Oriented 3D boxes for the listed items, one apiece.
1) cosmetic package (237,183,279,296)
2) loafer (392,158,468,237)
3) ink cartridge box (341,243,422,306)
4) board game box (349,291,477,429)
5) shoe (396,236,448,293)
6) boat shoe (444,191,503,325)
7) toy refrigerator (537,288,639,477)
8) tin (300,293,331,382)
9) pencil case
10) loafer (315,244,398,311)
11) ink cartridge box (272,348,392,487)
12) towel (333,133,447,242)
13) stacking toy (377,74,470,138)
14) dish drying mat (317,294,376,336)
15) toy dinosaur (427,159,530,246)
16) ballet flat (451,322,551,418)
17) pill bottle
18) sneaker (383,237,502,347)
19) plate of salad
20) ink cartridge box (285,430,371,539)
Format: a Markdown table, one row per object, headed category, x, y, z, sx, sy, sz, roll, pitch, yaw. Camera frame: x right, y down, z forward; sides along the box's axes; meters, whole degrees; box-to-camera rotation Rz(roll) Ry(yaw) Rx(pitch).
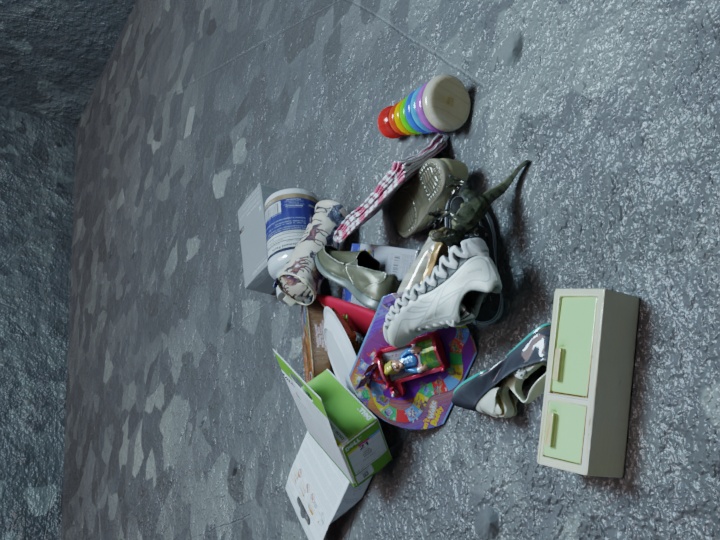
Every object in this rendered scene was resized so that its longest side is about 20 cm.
| category | x | y | z | sx | sy | sz | roll | pitch | yaw |
| --- | --- | --- | --- | --- | --- | --- | --- | --- | --- |
| cosmetic package | -0.188 | -0.062 | 1.637 | 0.107 | 0.089 | 0.202 | -43 | 43 | 38 |
| loafer | 0.107 | -0.108 | 1.216 | 0.200 | 0.067 | 0.077 | 136 | 121 | -64 |
| ink cartridge box | 0.039 | 0.021 | 1.301 | 0.199 | 0.042 | 0.121 | 10 | 90 | 56 |
| board game box | 0.069 | 0.135 | 1.131 | 0.157 | 0.039 | 0.202 | 27 | 107 | 14 |
| shoe | 0.091 | 0.036 | 1.190 | 0.053 | 0.069 | 0.202 | 27 | 94 | 47 |
| boat shoe | 0.150 | -0.025 | 1.098 | 0.069 | 0.066 | 0.203 | -14 | 67 | 20 |
| toy refrigerator | 0.256 | 0.125 | 0.905 | 0.076 | 0.069 | 0.203 | -1 | 80 | 56 |
| tin | -0.079 | 0.136 | 1.414 | 0.112 | 0.041 | 0.203 | 100 | 164 | -62 |
| pencil case | -0.079 | -0.034 | 1.401 | 0.089 | 0.078 | 0.201 | -28 | 29 | 48 |
| loafer | 0.000 | 0.000 | 1.277 | 0.199 | 0.075 | 0.070 | 35 | 105 | 45 |
| ink cartridge box | -0.041 | 0.204 | 1.199 | 0.148 | 0.075 | 0.202 | 38 | 153 | 47 |
| towel | 0.044 | -0.131 | 1.265 | 0.030 | 0.146 | 0.200 | 48 | 133 | 1 |
| stacking toy | 0.087 | -0.252 | 1.283 | 0.199 | 0.084 | 0.087 | -1 | 79 | 61 |
| dish drying mat | 0.000 | 0.082 | 1.301 | 0.018 | 0.077 | 0.199 | -45 | 29 | -18 |
| toy dinosaur | 0.143 | -0.090 | 1.078 | 0.087 | 0.048 | 0.200 | 13 | 48 | 44 |
| ballet flat | 0.188 | 0.144 | 1.008 | 0.200 | 0.072 | 0.074 | -45 | 45 | 38 |
| pill bottle | -0.122 | -0.043 | 1.505 | 0.111 | 0.110 | 0.203 | -37 | 51 | 46 |
| sneaker | 0.104 | 0.047 | 1.045 | 0.200 | 0.075 | 0.082 | -47 | 63 | 33 |
| plate of salad | -0.012 | 0.149 | 1.279 | 0.200 | 0.047 | 0.203 | 159 | 91 | -76 |
| ink cartridge box | -0.053 | 0.345 | 1.342 | 0.160 | 0.047 | 0.202 | 50 | 126 | 50 |
